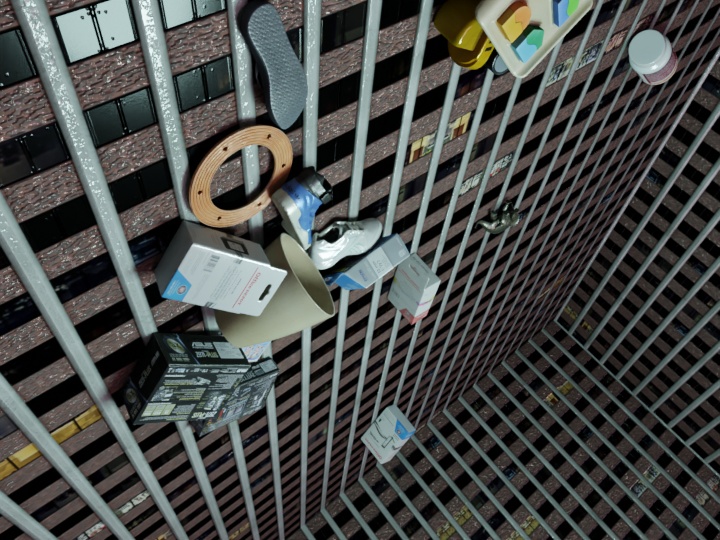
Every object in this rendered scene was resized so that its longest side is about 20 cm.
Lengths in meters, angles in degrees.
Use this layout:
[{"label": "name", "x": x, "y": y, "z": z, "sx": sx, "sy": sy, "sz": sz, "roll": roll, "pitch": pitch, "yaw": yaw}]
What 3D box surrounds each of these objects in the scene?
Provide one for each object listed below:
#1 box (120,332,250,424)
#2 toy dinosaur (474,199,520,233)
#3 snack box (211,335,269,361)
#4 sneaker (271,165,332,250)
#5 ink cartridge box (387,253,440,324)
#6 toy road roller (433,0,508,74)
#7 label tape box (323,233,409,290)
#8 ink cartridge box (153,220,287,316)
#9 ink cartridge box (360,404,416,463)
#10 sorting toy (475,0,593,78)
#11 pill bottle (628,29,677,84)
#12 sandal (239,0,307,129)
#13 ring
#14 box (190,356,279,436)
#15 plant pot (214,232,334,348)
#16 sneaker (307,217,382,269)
[{"label": "box", "x": -0.349, "y": 0.217, "z": 1.246, "sx": 0.198, "sy": 0.086, "sz": 0.165, "roll": 10, "pitch": 123, "yaw": -49}, {"label": "toy dinosaur", "x": 0.438, "y": -0.153, "z": 1.926, "sx": 0.199, "sy": 0.077, "sz": 0.103, "roll": -35, "pitch": 147, "yaw": -27}, {"label": "snack box", "x": -0.283, "y": 0.177, "z": 1.390, "sx": 0.072, "sy": 0.024, "sz": 0.199, "roll": -53, "pitch": 154, "yaw": 16}, {"label": "sneaker", "x": -0.096, "y": -0.119, "z": 1.163, "sx": 0.111, "sy": 0.077, "sz": 0.201, "roll": -43, "pitch": 159, "yaw": -12}, {"label": "ink cartridge box", "x": 0.153, "y": 0.040, "z": 1.735, "sx": 0.067, "sy": 0.117, "sz": 0.202, "roll": -26, "pitch": 150, "yaw": -31}, {"label": "toy road roller", "x": 0.221, "y": -0.456, "z": 1.091, "sx": 0.144, "sy": 0.124, "sz": 0.202, "roll": -4, "pitch": 135, "yaw": -38}, {"label": "label tape box", "x": 0.000, "y": 0.000, "z": 1.427, "sx": 0.199, "sy": 0.067, "sz": 0.143, "roll": -38, "pitch": -170, "yaw": -18}, {"label": "ink cartridge box", "x": -0.240, "y": 0.002, "z": 1.079, "sx": 0.198, "sy": 0.067, "sz": 0.117, "roll": 18, "pitch": 116, "yaw": -43}, {"label": "ink cartridge box", "x": 0.117, "y": 0.700, "z": 2.648, "sx": 0.201, "sy": 0.146, "sz": 0.084, "roll": -53, "pitch": 154, "yaw": 18}, {"label": "sorting toy", "x": 0.299, "y": -0.438, "z": 1.037, "sx": 0.185, "sy": 0.037, "sz": 0.199, "roll": -46, "pitch": 144, "yaw": 14}, {"label": "pill bottle", "x": 0.843, "y": -0.617, "z": 1.792, "sx": 0.199, "sy": 0.114, "sz": 0.115, "roll": -2, "pitch": 132, "yaw": -56}, {"label": "sandal", "x": -0.125, "y": -0.299, "z": 0.901, "sx": 0.076, "sy": 0.043, "sz": 0.202, "roll": -42, "pitch": 146, "yaw": -22}, {"label": "ring", "x": -0.197, "y": -0.156, "z": 1.024, "sx": 0.199, "sy": 0.019, "sz": 0.202, "roll": -36, "pitch": 154, "yaw": -20}, {"label": "box", "x": -0.306, "y": 0.308, "z": 1.525, "sx": 0.198, "sy": 0.050, "sz": 0.159, "roll": -17, "pitch": 144, "yaw": -45}, {"label": "plant pot", "x": -0.181, "y": 0.062, "z": 1.220, "sx": 0.198, "sy": 0.189, "sz": 0.187, "roll": -33, "pitch": 156, "yaw": 9}, {"label": "sneaker", "x": -0.027, "y": -0.073, "z": 1.349, "sx": 0.198, "sy": 0.070, "sz": 0.081, "roll": -28, "pitch": 148, "yaw": -30}]
